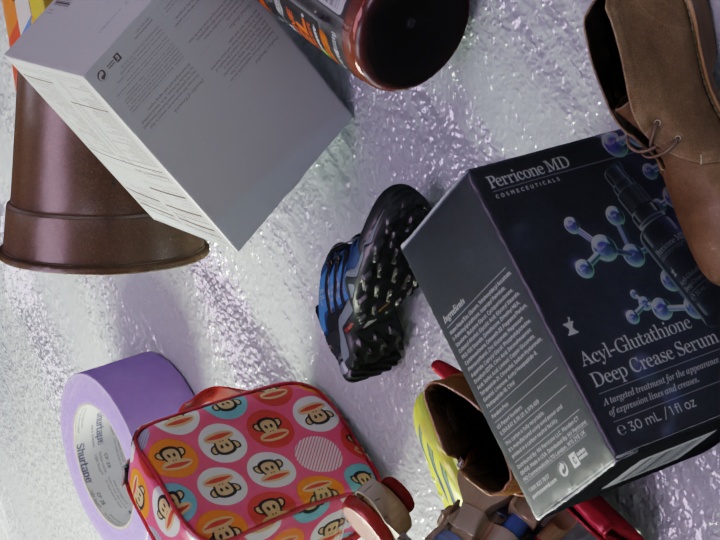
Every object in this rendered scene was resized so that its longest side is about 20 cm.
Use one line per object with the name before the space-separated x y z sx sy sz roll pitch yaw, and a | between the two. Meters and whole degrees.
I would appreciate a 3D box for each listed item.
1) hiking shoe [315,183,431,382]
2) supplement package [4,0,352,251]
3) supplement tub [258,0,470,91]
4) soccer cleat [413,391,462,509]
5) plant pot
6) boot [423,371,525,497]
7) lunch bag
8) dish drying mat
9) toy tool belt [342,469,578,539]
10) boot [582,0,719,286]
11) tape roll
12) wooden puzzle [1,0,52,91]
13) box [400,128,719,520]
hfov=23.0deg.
hiking shoe | 0.000 0.000 1.406 0.087 0.074 0.201 51 142 31
supplement package | -0.144 -0.147 1.416 0.150 0.152 0.200 19 155 53
supplement tub | -0.015 -0.218 1.302 0.200 0.106 0.108 42 136 42
soccer cleat | 0.086 0.186 1.356 0.084 0.064 0.201 -44 68 37
plant pot | -0.240 -0.112 1.639 0.200 0.199 0.200 18 112 54
boot | 0.089 0.082 1.214 0.200 0.154 0.077 53 124 29
lunch bag | -0.099 0.171 1.524 0.176 0.199 0.082 53 142 35
dish drying mat | 0.127 0.135 1.275 0.018 0.077 0.200 -53 50 7
toy tool belt | 0.096 0.198 1.264 0.200 0.123 0.125 44 159 12
boot | 0.187 -0.079 1.075 0.073 0.075 0.202 -18 89 57
tape roll | -0.234 0.193 1.859 0.200 0.084 0.202 32 130 49
wooden puzzle | -0.336 -0.270 1.835 0.185 0.037 0.202 -45 58 55
box | 0.145 0.030 1.119 0.201 0.147 0.107 63 147 16
